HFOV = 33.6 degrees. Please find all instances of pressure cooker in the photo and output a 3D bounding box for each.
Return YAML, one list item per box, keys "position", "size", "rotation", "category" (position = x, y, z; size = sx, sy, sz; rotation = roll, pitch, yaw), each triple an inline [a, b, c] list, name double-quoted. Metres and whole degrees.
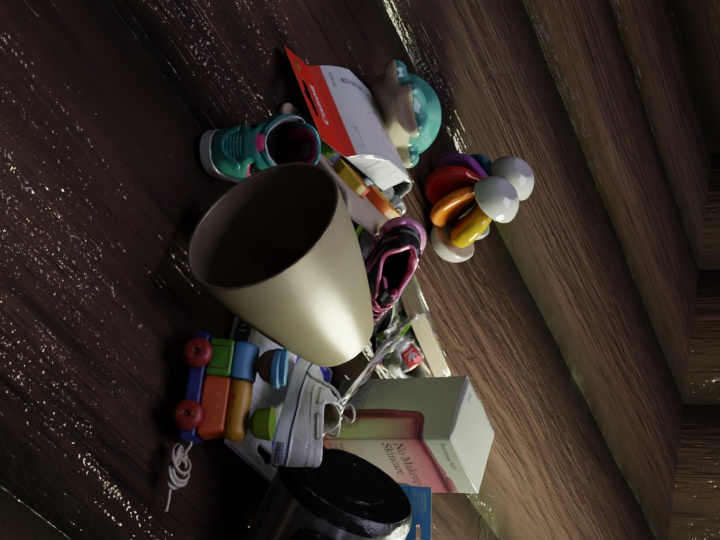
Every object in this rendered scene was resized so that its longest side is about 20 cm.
- position: [-0.047, 0.332, 1.413]
  size: [0.178, 0.176, 0.200]
  rotation: [12, 111, -41]
  category: "pressure cooker"

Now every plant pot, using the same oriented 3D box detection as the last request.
- position: [-0.068, 0.014, 1.355]
  size: [0.200, 0.187, 0.188]
  rotation: [58, 39, -39]
  category: "plant pot"

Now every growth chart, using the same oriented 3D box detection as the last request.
- position: [0.001, 0.148, 1.600]
  size: [0.200, 0.018, 0.145]
  rotation: [-50, 175, -25]
  category: "growth chart"

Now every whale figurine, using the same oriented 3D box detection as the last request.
- position: [0.076, -0.232, 1.742]
  size: [0.200, 0.103, 0.160]
  rotation: [-169, -110, -80]
  category: "whale figurine"

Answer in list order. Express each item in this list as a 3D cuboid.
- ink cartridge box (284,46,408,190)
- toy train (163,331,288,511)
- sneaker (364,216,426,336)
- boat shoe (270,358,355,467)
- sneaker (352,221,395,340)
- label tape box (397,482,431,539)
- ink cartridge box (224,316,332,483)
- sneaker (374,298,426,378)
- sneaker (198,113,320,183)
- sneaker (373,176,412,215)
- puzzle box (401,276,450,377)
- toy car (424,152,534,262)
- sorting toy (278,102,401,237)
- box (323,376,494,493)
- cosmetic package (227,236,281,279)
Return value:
- position: [-0.017, -0.214, 1.622]
  size: [0.200, 0.057, 0.163]
  rotation: [41, 24, -62]
  category: "ink cartridge box"
- position: [-0.146, 0.173, 1.326]
  size: [0.085, 0.115, 0.201]
  rotation: [75, 20, -72]
  category: "toy train"
- position: [0.020, 0.029, 1.530]
  size: [0.200, 0.079, 0.095]
  rotation: [-61, -164, 17]
  category: "sneaker"
- position: [-0.049, 0.170, 1.416]
  size: [0.202, 0.086, 0.075]
  rotation: [-78, 180, -68]
  category: "boat shoe"
- position: [0.000, 0.000, 1.612]
  size: [0.083, 0.072, 0.200]
  rotation: [-84, 149, -70]
  category: "sneaker"
- position: [0.006, 0.343, 1.528]
  size: [0.063, 0.200, 0.145]
  rotation: [5, 82, -35]
  category: "label tape box"
- position: [-0.113, 0.166, 1.488]
  size: [0.198, 0.043, 0.201]
  rotation: [54, 41, -47]
  category: "ink cartridge box"
- position: [0.055, 0.092, 1.729]
  size: [0.070, 0.093, 0.200]
  rotation: [-34, 135, -16]
  category: "sneaker"
- position: [-0.096, -0.145, 1.465]
  size: [0.200, 0.120, 0.084]
  rotation: [-2, 90, -63]
  category: "sneaker"
- position: [0.015, -0.082, 1.709]
  size: [0.200, 0.088, 0.074]
  rotation: [-61, 141, -41]
  category: "sneaker"
- position: [0.085, 0.055, 1.797]
  size: [0.200, 0.025, 0.133]
  rotation: [-106, 173, -52]
  category: "puzzle box"
- position: [0.179, -0.125, 1.985]
  size: [0.150, 0.175, 0.200]
  rotation: [44, 37, -2]
  category: "toy car"
- position: [-0.016, -0.126, 1.601]
  size: [0.200, 0.036, 0.185]
  rotation: [57, 12, 31]
  category: "sorting toy"
- position: [0.067, 0.229, 1.656]
  size: [0.128, 0.199, 0.109]
  rotation: [62, 36, -37]
  category: "box"
- position: [-0.092, -0.006, 1.474]
  size: [0.200, 0.051, 0.083]
  rotation: [28, 64, -38]
  category: "cosmetic package"
